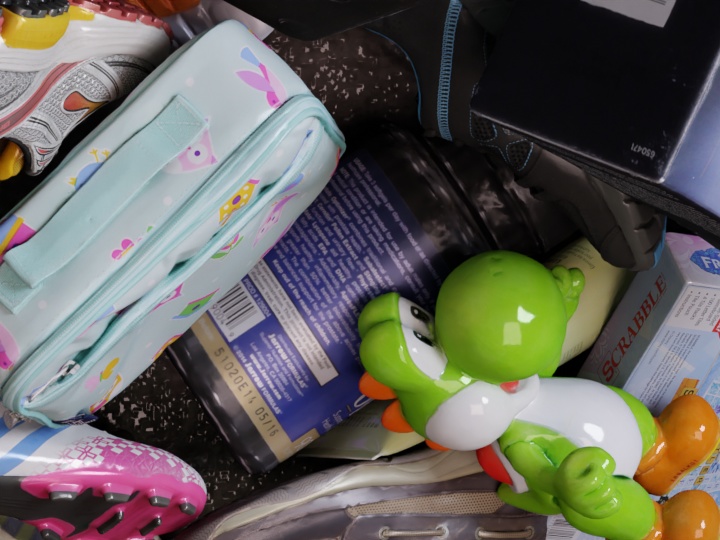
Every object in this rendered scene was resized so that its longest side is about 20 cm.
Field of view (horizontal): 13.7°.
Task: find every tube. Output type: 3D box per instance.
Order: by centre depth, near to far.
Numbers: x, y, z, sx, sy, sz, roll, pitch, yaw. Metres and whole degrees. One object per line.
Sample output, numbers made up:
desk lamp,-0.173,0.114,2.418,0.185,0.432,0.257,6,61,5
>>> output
tube,0.062,0.043,1.480,0.200,0.052,0.058,-32,152,-26

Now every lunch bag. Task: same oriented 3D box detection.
lunch bag,-0.098,-0.015,1.317,0.077,0.160,0.200,45,88,6

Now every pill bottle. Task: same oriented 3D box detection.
pill bottle,0.000,0.000,1.445,0.200,0.112,0.112,-33,118,-2

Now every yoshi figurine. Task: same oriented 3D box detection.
yoshi figurine,0.094,0.057,1.394,0.200,0.112,0.112,30,85,-28

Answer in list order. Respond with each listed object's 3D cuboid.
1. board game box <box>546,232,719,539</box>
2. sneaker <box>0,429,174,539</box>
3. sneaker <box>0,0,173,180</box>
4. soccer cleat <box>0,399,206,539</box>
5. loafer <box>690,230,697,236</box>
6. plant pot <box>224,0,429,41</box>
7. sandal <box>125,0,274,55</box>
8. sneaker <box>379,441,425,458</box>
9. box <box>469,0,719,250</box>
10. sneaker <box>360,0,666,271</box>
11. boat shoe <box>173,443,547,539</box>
board game box,0.200,0.076,1.537,0.199,0.041,0.200,8,130,-27
sneaker,-0.152,0.103,1.469,0.090,0.067,0.200,-45,115,-12
sneaker,-0.146,-0.084,1.268,0.078,0.200,0.083,23,103,19
soccer cleat,-0.158,0.079,1.390,0.199,0.087,0.070,9,144,-39
loafer,0.199,-0.034,1.523,0.070,0.070,0.200,-32,127,3
plant pot,-0.017,-0.212,1.268,0.199,0.200,0.178,27,70,-26
sandal,-0.134,-0.123,1.386,0.206,0.059,0.080,-15,110,11
sneaker,-0.013,0.174,1.526,0.200,0.066,0.091,-37,124,-17
box,0.184,-0.111,1.294,0.198,0.123,0.201,24,90,-47
sneaker,0.074,-0.078,1.376,0.082,0.073,0.200,-22,116,26
boat shoe,0.008,0.128,1.453,0.199,0.074,0.074,-14,85,-19
